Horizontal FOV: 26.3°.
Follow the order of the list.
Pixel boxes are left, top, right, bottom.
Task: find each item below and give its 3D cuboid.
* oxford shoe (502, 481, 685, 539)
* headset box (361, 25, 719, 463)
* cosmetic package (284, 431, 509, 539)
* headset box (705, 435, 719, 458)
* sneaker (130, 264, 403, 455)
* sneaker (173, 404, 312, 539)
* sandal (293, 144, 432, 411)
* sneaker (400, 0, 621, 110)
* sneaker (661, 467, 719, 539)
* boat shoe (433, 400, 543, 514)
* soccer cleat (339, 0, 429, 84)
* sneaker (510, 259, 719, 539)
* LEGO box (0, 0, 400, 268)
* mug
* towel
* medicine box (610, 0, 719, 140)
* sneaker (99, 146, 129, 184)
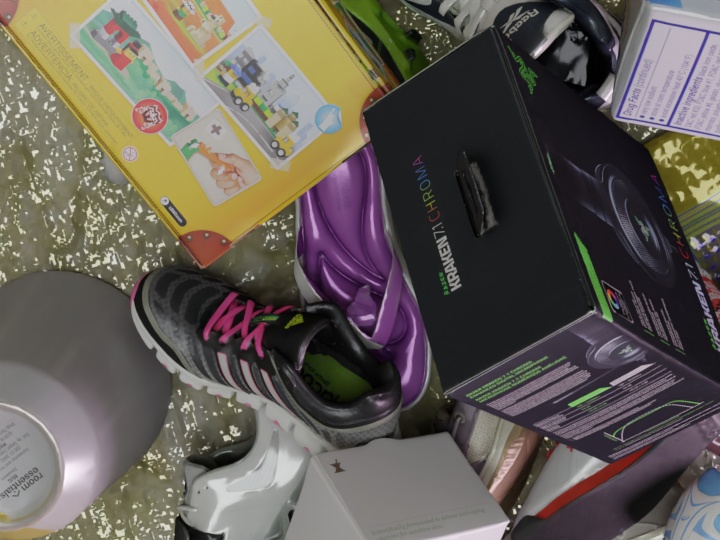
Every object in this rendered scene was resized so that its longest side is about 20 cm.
[{"bbox_3d":[0.130,0.181,1.017,0.198,0.075,0.058,-25,75,15],"label":"oxford shoe"},{"bbox_3d":[0.101,-0.010,0.823,0.092,0.199,0.176,-30,57,25],"label":"headset box"},{"bbox_3d":[0.004,0.206,0.974,0.106,0.085,0.202,-7,133,-31],"label":"cosmetic package"},{"bbox_3d":[0.301,0.069,0.946,0.198,0.075,0.150,29,111,-10],"label":"headset box"},{"bbox_3d":[-0.053,0.046,0.965,0.199,0.074,0.088,33,141,8],"label":"sneaker"},{"bbox_3d":[-0.094,0.169,1.030,0.088,0.074,0.201,35,96,-5],"label":"sneaker"},{"bbox_3d":[-0.007,0.002,0.985,0.081,0.050,0.205,-12,104,9],"label":"sandal"},{"bbox_3d":[0.077,-0.156,0.893,0.199,0.130,0.080,40,103,-6],"label":"sneaker"},{"bbox_3d":[0.269,0.183,0.968,0.199,0.072,0.073,29,96,-35],"label":"sneaker"},{"bbox_3d":[0.079,0.105,0.999,0.064,0.072,0.202,32,122,23],"label":"boat shoe"},{"bbox_3d":[-0.006,-0.127,0.948,0.081,0.068,0.201,-38,93,24],"label":"soccer cleat"},{"bbox_3d":[0.153,0.082,0.939,0.067,0.109,0.202,20,123,-37],"label":"sneaker"},{"bbox_3d":[-0.090,-0.128,0.856,0.148,0.077,0.201,-35,109,10],"label":"LEGO box"},{"bbox_3d":[-0.209,0.112,0.981,0.147,0.153,0.189,8,106,2],"label":"mug"},{"bbox_3d":[0.184,-0.002,0.981,0.198,0.023,0.145,-28,102,12],"label":"towel"},{"bbox_3d":[0.249,-0.166,0.841,0.197,0.103,0.184,12,63,1],"label":"medicine box"},{"bbox_3d":[-0.098,-0.135,0.931,0.098,0.070,0.202,17,122,14],"label":"sneaker"}]
